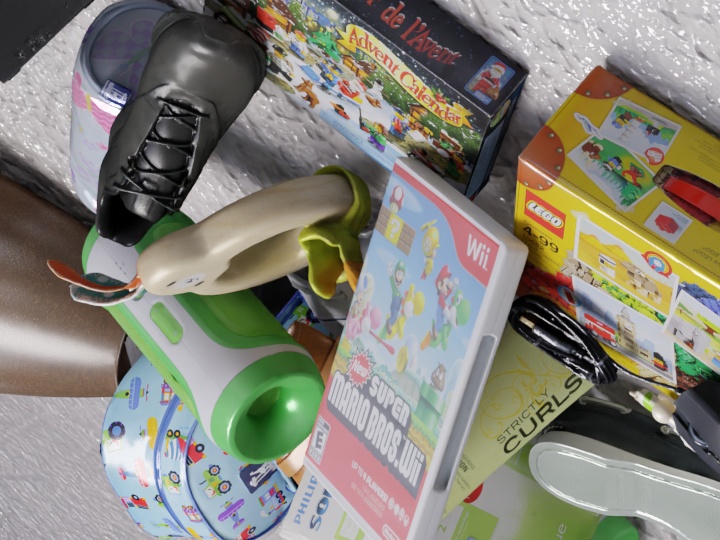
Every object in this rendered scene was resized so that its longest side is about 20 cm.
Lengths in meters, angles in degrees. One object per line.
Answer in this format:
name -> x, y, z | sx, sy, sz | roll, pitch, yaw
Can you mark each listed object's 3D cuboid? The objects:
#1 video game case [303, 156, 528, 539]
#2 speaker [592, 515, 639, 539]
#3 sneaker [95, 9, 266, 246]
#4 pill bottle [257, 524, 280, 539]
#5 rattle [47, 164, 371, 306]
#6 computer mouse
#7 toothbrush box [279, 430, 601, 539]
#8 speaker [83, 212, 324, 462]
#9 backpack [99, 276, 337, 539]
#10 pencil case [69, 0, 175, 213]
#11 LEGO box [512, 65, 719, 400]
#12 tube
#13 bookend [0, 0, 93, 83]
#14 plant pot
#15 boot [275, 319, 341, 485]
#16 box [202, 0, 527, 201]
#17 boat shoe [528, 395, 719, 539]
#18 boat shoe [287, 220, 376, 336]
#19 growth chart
video game case -> 0.028, 0.052, 1.421 | 0.017, 0.201, 0.143 | 8, -162, -29
speaker -> 0.096, 0.166, 1.761 | 0.199, 0.089, 0.089 | 30, 155, 27
sneaker -> -0.113, -0.081, 1.510 | 0.076, 0.091, 0.200 | 21, 146, -7
pill bottle -> -0.112, 0.140, 2.000 | 0.119, 0.120, 0.200 | 31, 155, 23
rattle -> -0.074, 0.027, 1.521 | 0.144, 0.199, 0.130 | 70, 161, -2
computer mouse -> 0.161, 0.071, 1.337 | 0.199, 0.034, 0.059 | 27, 153, 23
toothbrush box -> 0.063, 0.144, 1.612 | 0.086, 0.146, 0.200 | 16, 169, 47
speaker -> -0.105, 0.036, 1.627 | 0.200, 0.088, 0.089 | 47, 165, 39
backpack -> -0.083, 0.107, 1.791 | 0.134, 0.200, 0.183 | 22, 150, 39
pencil case -> -0.149, -0.103, 1.672 | 0.090, 0.083, 0.200 | 26, 156, 1
LEGO box -> 0.183, 0.003, 1.337 | 0.200, 0.077, 0.149 | 34, 157, 18
tube -> 0.081, 0.081, 1.493 | 0.052, 0.200, 0.058 | 43, 172, 33
bookend -> -0.235, -0.241, 1.550 | 0.200, 0.092, 0.199 | 46, 155, -8
plant pot -> -0.262, 0.025, 1.995 | 0.199, 0.188, 0.187 | 18, 151, 16
boot -> -0.025, 0.140, 1.693 | 0.155, 0.201, 0.077 | 26, -160, -17
box -> -0.003, -0.128, 1.449 | 0.200, 0.038, 0.137 | 37, 157, 10
boat shoe -> 0.206, 0.131, 1.554 | 0.199, 0.060, 0.076 | 24, 140, 15
boat shoe -> 0.000, 0.000, 1.630 | 0.065, 0.074, 0.200 | 41, 157, -11
growth chart -> 0.218, 0.108, 1.448 | 0.144, 0.018, 0.200 | 34, -177, 9
